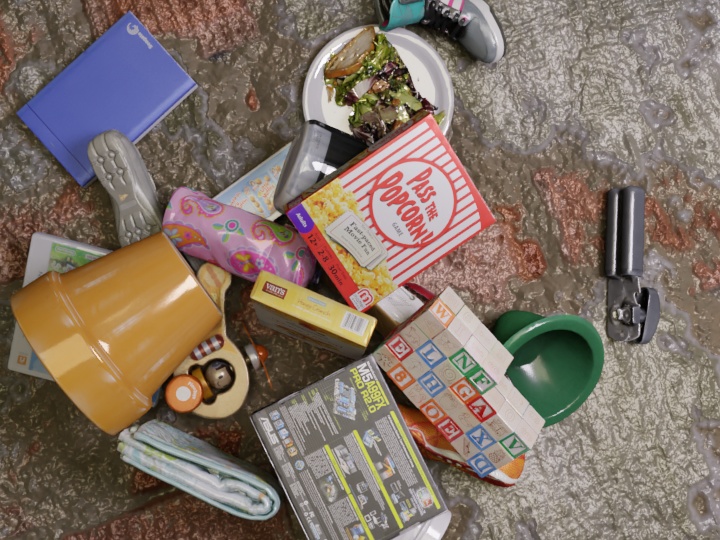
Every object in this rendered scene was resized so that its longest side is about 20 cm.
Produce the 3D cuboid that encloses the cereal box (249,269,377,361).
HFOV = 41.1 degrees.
[{"bbox_3d":[-0.056,0.061,1.151,0.143,0.200,0.040,22,78,2],"label":"cereal box"}]

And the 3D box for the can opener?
[{"bbox_3d":[0.351,-0.006,1.239,0.067,0.053,0.201,6,85,-32],"label":"can opener"}]

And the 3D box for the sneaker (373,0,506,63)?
[{"bbox_3d":[0.086,-0.326,1.216,0.120,0.084,0.200,-35,79,-26],"label":"sneaker"}]

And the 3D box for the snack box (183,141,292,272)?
[{"bbox_3d":[-0.148,-0.080,1.247,0.200,0.024,0.072,-36,86,-2],"label":"snack box"}]

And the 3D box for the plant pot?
[{"bbox_3d":[-0.269,0.057,1.119,0.183,0.200,0.201,-36,87,-7],"label":"plant pot"}]

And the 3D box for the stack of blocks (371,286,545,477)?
[{"bbox_3d":[0.123,0.132,1.126,0.200,0.059,0.115,48,129,-1],"label":"stack of blocks"}]

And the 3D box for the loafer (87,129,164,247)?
[{"bbox_3d":[-0.283,-0.084,1.226,0.069,0.070,0.201,-14,104,14],"label":"loafer"}]

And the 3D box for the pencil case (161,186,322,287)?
[{"bbox_3d":[-0.144,-0.036,1.180,0.199,0.087,0.088,19,87,10],"label":"pencil case"}]

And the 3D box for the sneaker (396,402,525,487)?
[{"bbox_3d":[0.114,0.206,1.217,0.199,0.073,0.078,24,71,-5],"label":"sneaker"}]

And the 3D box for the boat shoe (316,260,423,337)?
[{"bbox_3d":[0.000,0.000,1.227,0.200,0.071,0.069,46,63,8],"label":"boat shoe"}]

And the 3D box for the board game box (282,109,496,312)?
[{"bbox_3d":[0.034,-0.067,1.113,0.199,0.046,0.152,-35,107,1],"label":"board game box"}]

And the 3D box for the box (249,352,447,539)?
[{"bbox_3d":[-0.014,0.220,1.106,0.160,0.044,0.201,-27,87,-3],"label":"box"}]

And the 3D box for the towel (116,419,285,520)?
[{"bbox_3d":[-0.184,0.237,1.155,0.199,0.171,0.048,25,85,2],"label":"towel"}]

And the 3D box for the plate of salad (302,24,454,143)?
[{"bbox_3d":[0.023,-0.224,1.245,0.199,0.048,0.202,0,86,-1],"label":"plate of salad"}]

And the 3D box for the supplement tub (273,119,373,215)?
[{"bbox_3d":[0.002,-0.096,1.188,0.199,0.122,0.123,21,87,-12],"label":"supplement tub"}]

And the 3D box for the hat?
[{"bbox_3d":[0.194,0.080,1.241,0.165,0.176,0.200,-35,127,0],"label":"hat"}]

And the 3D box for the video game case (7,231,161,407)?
[{"bbox_3d":[-0.336,0.063,1.220,0.199,0.022,0.183,14,100,1],"label":"video game case"}]

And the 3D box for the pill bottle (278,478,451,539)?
[{"bbox_3d":[0.007,0.274,1.181,0.200,0.112,0.113,35,87,2],"label":"pill bottle"}]

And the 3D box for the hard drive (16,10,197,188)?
[{"bbox_3d":[-0.331,-0.224,1.256,0.200,0.025,0.132,-43,87,-2],"label":"hard drive"}]

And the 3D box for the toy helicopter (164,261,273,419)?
[{"bbox_3d":[-0.175,0.086,1.212,0.131,0.079,0.201,0,85,-3],"label":"toy helicopter"}]
